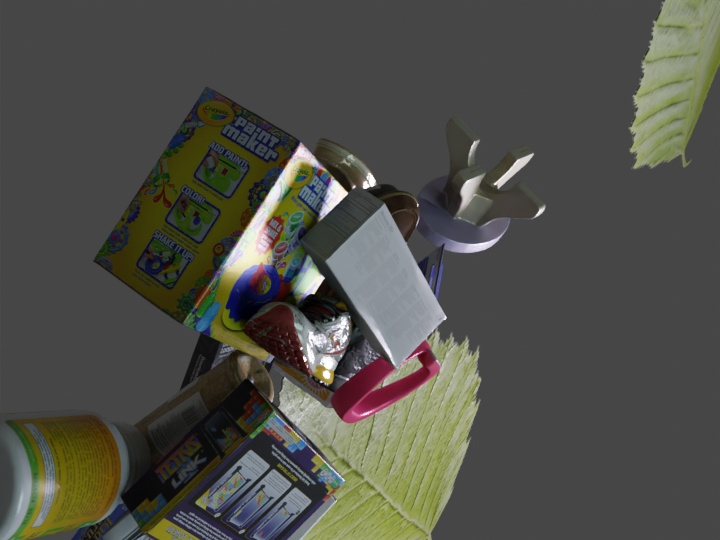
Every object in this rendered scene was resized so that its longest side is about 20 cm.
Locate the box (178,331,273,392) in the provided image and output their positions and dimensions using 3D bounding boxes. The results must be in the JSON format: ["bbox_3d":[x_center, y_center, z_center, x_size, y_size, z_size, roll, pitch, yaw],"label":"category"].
[{"bbox_3d":[-0.163,0.132,1.174,0.143,0.036,0.202,-11,130,-60],"label":"box"}]

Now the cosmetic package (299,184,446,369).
[{"bbox_3d":[0.017,0.011,0.991,0.082,0.051,0.201,-42,138,-10],"label":"cosmetic package"}]

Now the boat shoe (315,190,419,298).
[{"bbox_3d":[-0.001,0.000,1.055,0.072,0.068,0.200,23,121,-37],"label":"boat shoe"}]

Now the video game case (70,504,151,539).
[{"bbox_3d":[-0.278,0.327,1.164,0.201,0.045,0.181,-54,157,-10],"label":"video game case"}]

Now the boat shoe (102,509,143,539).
[{"bbox_3d":[-0.180,0.243,1.038,0.199,0.067,0.070,-37,-178,-16],"label":"boat shoe"}]

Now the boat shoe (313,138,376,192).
[{"bbox_3d":[-0.024,-0.080,1.143,0.070,0.073,0.200,-58,158,-16],"label":"boat shoe"}]

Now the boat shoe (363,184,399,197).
[{"bbox_3d":[-0.039,-0.042,1.091,0.198,0.057,0.067,-20,137,-2],"label":"boat shoe"}]

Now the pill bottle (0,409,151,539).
[{"bbox_3d":[-0.287,0.187,0.899,0.112,0.111,0.200,-61,156,7],"label":"pill bottle"}]

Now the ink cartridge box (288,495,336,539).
[{"bbox_3d":[-0.138,0.344,1.310,0.145,0.084,0.200,-43,-179,-31],"label":"ink cartridge box"}]

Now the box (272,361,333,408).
[{"bbox_3d":[-0.017,0.070,1.288,0.201,0.112,0.101,-61,155,9],"label":"box"}]

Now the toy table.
[{"bbox_3d":[0.168,-0.116,1.381,0.200,0.183,0.117,-42,170,-50],"label":"toy table"}]

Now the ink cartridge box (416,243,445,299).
[{"bbox_3d":[0.067,0.046,1.362,0.200,0.037,0.096,-42,-151,52],"label":"ink cartridge box"}]

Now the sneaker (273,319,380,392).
[{"bbox_3d":[-0.037,0.080,1.161,0.104,0.060,0.199,-49,132,6],"label":"sneaker"}]

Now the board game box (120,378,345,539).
[{"bbox_3d":[-0.121,0.221,0.983,0.165,0.057,0.200,-42,143,-7],"label":"board game box"}]

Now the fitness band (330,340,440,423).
[{"bbox_3d":[0.031,0.141,1.216,0.143,0.038,0.200,-31,165,-1],"label":"fitness band"}]

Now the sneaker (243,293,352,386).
[{"bbox_3d":[-0.056,0.055,0.957,0.083,0.077,0.200,-60,167,-6],"label":"sneaker"}]

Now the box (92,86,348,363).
[{"bbox_3d":[-0.119,-0.037,0.950,0.194,0.121,0.200,-58,157,-3],"label":"box"}]

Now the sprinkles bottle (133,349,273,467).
[{"bbox_3d":[-0.184,0.162,1.022,0.199,0.069,0.068,-35,163,20],"label":"sprinkles bottle"}]
